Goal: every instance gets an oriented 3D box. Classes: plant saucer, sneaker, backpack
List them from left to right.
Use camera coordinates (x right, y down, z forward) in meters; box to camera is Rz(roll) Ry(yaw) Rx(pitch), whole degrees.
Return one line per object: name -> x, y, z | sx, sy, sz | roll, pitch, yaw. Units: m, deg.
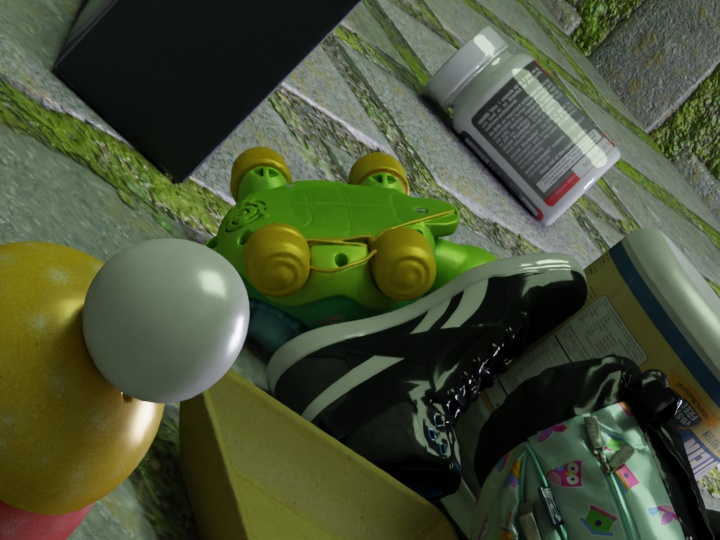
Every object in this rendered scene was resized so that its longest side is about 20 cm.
plant saucer -> -0.009, 0.154, 0.981 | 0.199, 0.048, 0.201 | 37, 18, -34
sneaker -> 0.056, 0.070, 1.166 | 0.073, 0.198, 0.112 | 87, -20, -55
backpack -> 0.125, 0.166, 1.067 | 0.167, 0.125, 0.202 | 78, -3, -64

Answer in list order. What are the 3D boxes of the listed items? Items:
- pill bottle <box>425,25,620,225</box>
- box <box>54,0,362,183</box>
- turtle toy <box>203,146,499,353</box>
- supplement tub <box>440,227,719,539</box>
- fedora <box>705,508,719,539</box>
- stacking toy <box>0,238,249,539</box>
pill bottle -> 0.171, -0.157, 2.177 | 0.200, 0.114, 0.114 | 47, 15, 3
box -> -0.090, -0.194, 1.377 | 0.123, 0.200, 0.199 | 42, 15, -16
turtle toy -> 0.000, 0.000, 1.244 | 0.198, 0.102, 0.146 | 3, 27, -9
supplement tub -> 0.144, 0.086, 1.259 | 0.145, 0.200, 0.145 | 49, 11, -13
fedora -> 0.182, 0.237, 1.152 | 0.092, 0.199, 0.201 | 80, -17, -49
stacking toy -> -0.112, 0.035, 0.657 | 0.146, 0.199, 0.147 | 29, 48, -38
